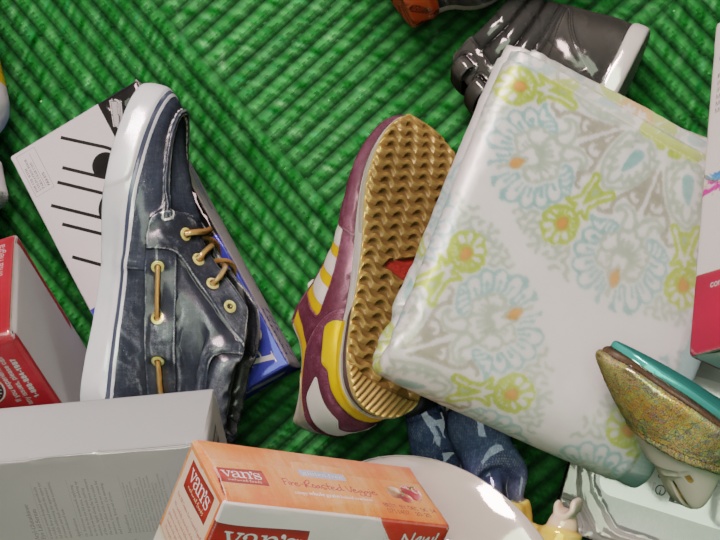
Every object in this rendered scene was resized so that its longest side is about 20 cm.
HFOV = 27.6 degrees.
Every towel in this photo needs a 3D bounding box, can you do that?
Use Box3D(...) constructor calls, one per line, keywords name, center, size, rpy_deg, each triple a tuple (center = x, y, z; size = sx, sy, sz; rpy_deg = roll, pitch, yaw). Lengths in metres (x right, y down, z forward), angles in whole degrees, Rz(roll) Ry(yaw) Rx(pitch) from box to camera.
Box3D(name="towel", center=(0.117, -0.003, 0.803), size=(0.170, 0.048, 0.201), rpy_deg=(24, 82, -12))

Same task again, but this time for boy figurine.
Box3D(name="boy figurine", center=(0.079, 0.159, 0.833), size=(0.124, 0.064, 0.201), rpy_deg=(-22, 80, 39))

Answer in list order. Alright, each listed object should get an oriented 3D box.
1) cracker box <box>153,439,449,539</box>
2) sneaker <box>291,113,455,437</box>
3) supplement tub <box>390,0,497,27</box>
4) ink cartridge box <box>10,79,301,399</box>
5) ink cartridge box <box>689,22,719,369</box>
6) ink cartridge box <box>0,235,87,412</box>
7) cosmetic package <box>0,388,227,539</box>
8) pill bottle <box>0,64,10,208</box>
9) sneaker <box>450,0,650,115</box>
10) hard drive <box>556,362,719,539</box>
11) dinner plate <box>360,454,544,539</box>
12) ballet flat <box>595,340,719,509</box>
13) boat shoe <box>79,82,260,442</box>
Box3D(name="cracker box", center=(-0.054, 0.193, 0.770), size=(0.133, 0.058, 0.201), rpy_deg=(11, 112, -30))
Box3D(name="sneaker", center=(0.000, 0.000, 0.867), size=(0.075, 0.090, 0.201), rpy_deg=(30, 58, -27))
Box3D(name="supplement tub", center=(0.090, -0.237, 0.861), size=(0.199, 0.123, 0.123), rpy_deg=(-33, 80, 2))
Box3D(name="ink cartridge box", center=(-0.125, -0.005, 0.897), size=(0.094, 0.044, 0.201), rpy_deg=(-30, 80, 4))
Box3D(name="ink cartridge box", center=(0.259, -0.032, 0.779), size=(0.147, 0.085, 0.201), rpy_deg=(21, 69, -30))
Box3D(name="ink cartridge box", center=(-0.262, 0.082, 0.845), size=(0.199, 0.145, 0.084), rpy_deg=(-17, 44, 4))
Box3D(name="cosmetic package", center=(-0.137, 0.164, 0.816), size=(0.150, 0.052, 0.201), rpy_deg=(-6, 123, 4))
Box3D(name="pill bottle", center=(-0.279, -0.130, 0.899), size=(0.111, 0.111, 0.201), rpy_deg=(-17, 81, 5))
Box3D(name="sneaker", center=(0.086, -0.075, 0.871), size=(0.099, 0.071, 0.201), rpy_deg=(27, 81, 12))
Box3D(name="hard drive", center=(0.223, 0.111, 0.843), size=(0.199, 0.038, 0.141), rpy_deg=(17, 85, 8))
Box3D(name="dinner plate", center=(0.029, 0.204, 0.815), size=(0.199, 0.024, 0.202), rpy_deg=(3, 96, 33))
Box3D(name="ballet flat", center=(0.199, 0.104, 0.769), size=(0.199, 0.071, 0.071), rpy_deg=(25, 86, -18))
Box3D(name="boat shoe", center=(-0.099, -0.002, 0.838), size=(0.090, 0.071, 0.202), rpy_deg=(8, 92, 10))
